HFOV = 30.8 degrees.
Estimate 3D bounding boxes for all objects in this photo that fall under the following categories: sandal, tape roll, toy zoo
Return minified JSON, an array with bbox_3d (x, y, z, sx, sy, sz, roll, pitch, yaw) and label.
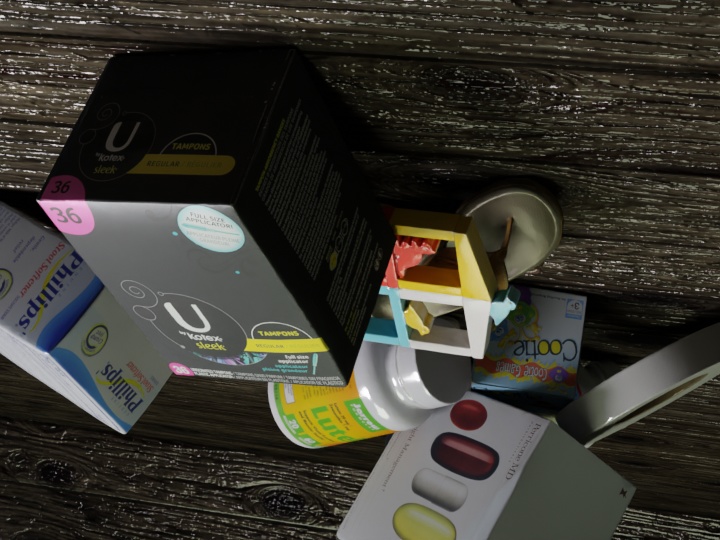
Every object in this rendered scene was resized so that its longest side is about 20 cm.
[{"bbox_3d":[0.078,0.002,1.015,0.199,0.054,0.080,-33,120,32],"label":"sandal"},{"bbox_3d":[0.285,0.113,1.279,0.201,0.037,0.203,-27,166,-7],"label":"tape roll"},{"bbox_3d":[0.025,0.007,0.995,0.197,0.021,0.132,7,135,21],"label":"toy zoo"}]

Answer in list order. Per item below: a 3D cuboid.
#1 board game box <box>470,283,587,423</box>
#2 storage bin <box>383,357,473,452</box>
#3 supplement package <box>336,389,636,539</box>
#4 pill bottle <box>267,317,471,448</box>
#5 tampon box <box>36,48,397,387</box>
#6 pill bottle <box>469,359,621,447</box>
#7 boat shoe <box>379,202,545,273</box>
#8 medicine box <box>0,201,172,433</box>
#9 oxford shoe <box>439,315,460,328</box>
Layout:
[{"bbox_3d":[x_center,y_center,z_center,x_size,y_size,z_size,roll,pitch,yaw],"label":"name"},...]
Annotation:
[{"bbox_3d":[0.169,0.091,1.349,0.103,0.104,0.200,9,166,6],"label":"board game box"},{"bbox_3d":[0.094,0.195,1.605,0.092,0.203,0.135,11,166,-13],"label":"storage bin"},{"bbox_3d":[0.119,0.236,1.273,0.147,0.193,0.199,38,166,-32],"label":"supplement package"},{"bbox_3d":[0.010,0.108,1.294,0.110,0.113,0.199,21,152,-40],"label":"pill bottle"},{"bbox_3d":[-0.087,-0.031,0.874,0.148,0.127,0.201,2,145,27],"label":"tampon box"},{"bbox_3d":[0.207,0.163,1.509,0.197,0.110,0.109,-11,171,-14],"label":"pill bottle"},{"bbox_3d":[0.057,-0.012,1.093,0.197,0.071,0.070,7,165,5],"label":"boat shoe"},{"bbox_3d":[-0.300,0.041,1.266,0.198,0.103,0.183,26,161,27],"label":"medicine box"},{"bbox_3d":[0.031,0.081,1.514,0.075,0.058,0.199,28,143,-36],"label":"oxford shoe"}]
